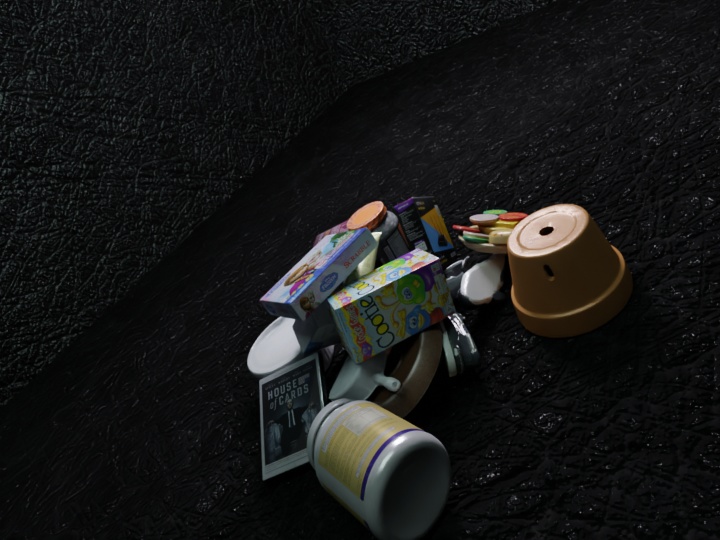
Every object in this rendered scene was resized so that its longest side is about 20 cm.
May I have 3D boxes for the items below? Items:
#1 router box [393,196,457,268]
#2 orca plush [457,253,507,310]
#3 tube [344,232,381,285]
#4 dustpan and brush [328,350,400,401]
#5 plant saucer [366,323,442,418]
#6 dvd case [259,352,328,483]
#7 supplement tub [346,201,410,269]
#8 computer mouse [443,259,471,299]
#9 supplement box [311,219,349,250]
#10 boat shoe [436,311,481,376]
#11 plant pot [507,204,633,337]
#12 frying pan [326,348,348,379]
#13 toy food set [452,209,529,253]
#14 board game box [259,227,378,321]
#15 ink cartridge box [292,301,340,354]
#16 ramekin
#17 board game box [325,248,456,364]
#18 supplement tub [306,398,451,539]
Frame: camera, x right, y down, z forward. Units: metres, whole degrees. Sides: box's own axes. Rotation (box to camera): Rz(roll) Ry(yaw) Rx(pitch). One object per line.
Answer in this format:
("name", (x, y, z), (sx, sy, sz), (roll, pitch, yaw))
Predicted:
("router box", (0.142, -0.075, 1.130), (0.050, 0.154, 0.199), (-22, 0, 21))
("orca plush", (0.228, 0.018, 1.050), (0.071, 0.103, 0.203), (-52, 9, 47))
("tube", (0.000, 0.000, 1.060), (0.052, 0.057, 0.205), (-43, 31, 42))
("dustpan and brush", (0.016, 0.182, 0.936), (0.143, 0.056, 0.200), (-62, 10, -13))
("plant saucer", (0.067, 0.171, 0.942), (0.202, 0.034, 0.202), (-51, 17, 22))
("dvd case", (-0.124, 0.272, 1.011), (0.147, 0.025, 0.205), (-27, 49, 17))
("supplement tub", (0.056, -0.042, 1.203), (0.120, 0.203, 0.124), (-26, 25, 14))
("computer mouse", (0.153, 0.049, 1.073), (0.197, 0.111, 0.044), (-32, 50, -13))
("supplement box", (-0.019, -0.070, 1.443), (0.195, 0.112, 0.087), (-24, 26, 21))
("boat shoe", (0.169, 0.114, 0.961), (0.058, 0.078, 0.202), (-10, 32, 3))
("plant pot", (0.331, -0.012, 0.894), (0.195, 0.142, 0.202), (-26, 27, 14))
("frying pan", (0.005, 0.151, 1.097), (0.031, 0.112, 0.192), (63, 140, 34))
("toy food set", (0.286, -0.079, 1.079), (0.194, 0.050, 0.197), (10, 23, 41))
("board game box", (-0.083, 0.006, 1.012), (0.200, 0.042, 0.198), (-46, 17, -21))
("ink cartridge box", (-0.030, 0.089, 1.091), (0.195, 0.069, 0.117), (-14, -27, -31))
("ramekin", (-0.146, 0.181, 1.190), (0.198, 0.095, 0.205), (-27, 27, 15))
("board game box", (0.048, 0.057, 0.935), (0.195, 0.106, 0.105), (-26, 17, -10))
("supplement tub", (0.019, 0.276, 0.773), (0.145, 0.147, 0.198), (-44, 28, -21))
